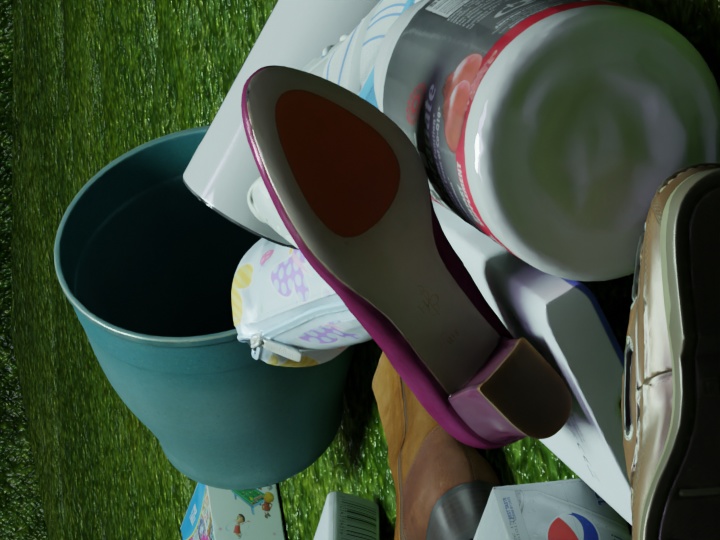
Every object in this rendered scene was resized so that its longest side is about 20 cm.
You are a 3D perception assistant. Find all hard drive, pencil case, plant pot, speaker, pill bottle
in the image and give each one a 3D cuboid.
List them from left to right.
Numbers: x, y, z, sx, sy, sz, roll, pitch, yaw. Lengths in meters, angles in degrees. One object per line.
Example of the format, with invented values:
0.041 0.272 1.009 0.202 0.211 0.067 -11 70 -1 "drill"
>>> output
-0.087 0.038 1.480 0.201 0.198 0.189 -111 6 -46 "plant pot"
-0.013 -0.116 1.164 0.201 0.081 0.081 -61 24 12 "speaker"
0.000 0.000 1.224 0.200 0.090 0.084 -24 92 59 "pencil case"
0.071 -0.071 0.957 0.200 0.110 0.112 -139 46 -70 "pill bottle"
0.085 0.039 1.010 0.133 0.025 0.200 62 173 -20 "hard drive"

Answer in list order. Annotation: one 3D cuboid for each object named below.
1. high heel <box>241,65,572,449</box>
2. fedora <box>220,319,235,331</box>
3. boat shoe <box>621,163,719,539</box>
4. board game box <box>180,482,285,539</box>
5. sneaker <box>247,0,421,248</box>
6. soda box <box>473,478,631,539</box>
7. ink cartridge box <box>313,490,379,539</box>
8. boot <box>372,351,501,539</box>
0.007 -0.001 0.948 0.201 0.067 0.096 54 164 -8 "high heel"
-0.101 0.030 1.688 0.200 0.089 0.179 156 107 -68 "fedora"
0.137 0.060 0.850 0.068 0.071 0.202 -170 85 -79 "boat shoe"
-0.096 0.280 1.810 0.148 0.064 0.202 114 148 -61 "board game box"
0.005 -0.100 1.095 0.086 0.075 0.201 26 82 37 "sneaker"
0.082 0.184 1.092 0.201 0.063 0.069 104 156 -51 "soda box"
-0.030 0.276 1.420 0.197 0.043 0.202 -92 17 -67 "ink cartridge box"
0.026 0.136 1.286 0.201 0.068 0.189 -109 20 -45 "boot"
